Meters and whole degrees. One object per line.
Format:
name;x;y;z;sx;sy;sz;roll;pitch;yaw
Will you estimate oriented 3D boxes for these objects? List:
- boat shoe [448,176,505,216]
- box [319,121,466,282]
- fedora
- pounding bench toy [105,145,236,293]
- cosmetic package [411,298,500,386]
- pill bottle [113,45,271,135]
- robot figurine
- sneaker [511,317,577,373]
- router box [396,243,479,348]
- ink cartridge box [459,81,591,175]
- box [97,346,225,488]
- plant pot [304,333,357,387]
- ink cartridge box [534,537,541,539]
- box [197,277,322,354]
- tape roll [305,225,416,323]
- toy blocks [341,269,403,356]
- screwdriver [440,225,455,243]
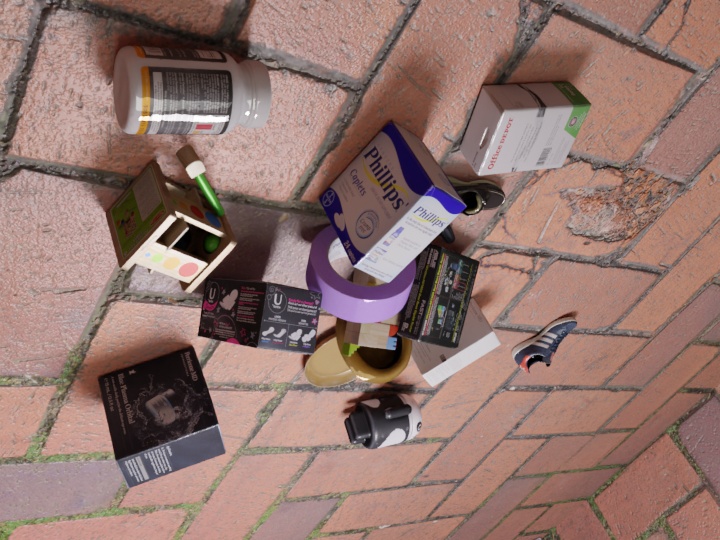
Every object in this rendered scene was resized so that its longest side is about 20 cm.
boat shoe;0.215;-0.138;1.546;0.198;0.065;0.074;0;132;-35
box;0.050;-0.119;1.365;0.200;0.185;0.105;-45;139;20
fedora;0.017;0.146;1.699;0.199;0.203;0.082;-3;173;-30
pounding bench toy;-0.270;-0.087;1.243;0.200;0.125;0.155;-43;141;18
cosmetic package;0.219;0.172;1.876;0.199;0.113;0.081;-35;143;6
pill bottle;-0.231;-0.246;1.089;0.198;0.117;0.117;-4;137;-29
robot figurine;0.062;0.387;2.012;0.198;0.150;0.126;-8;103;-25
sneaker;0.511;0.207;2.126;0.199;0.085;0.075;-35;143;8
router box;0.165;0.056;1.653;0.149;0.062;0.202;17;87;-49
ink cartridge box;0.298;-0.261;1.440;0.198;0.085;0.147;-8;138;-25
box;-0.389;0.283;1.542;0.198;0.197;0.118;-17;141;-15
plant pot;-0.039;0.195;1.806;0.198;0.028;0.201;-17;142;-14
ink cartridge box;0.761;1.325;3.504;0.196;0.201;0.044;-21;145;-8
box;-0.182;0.079;1.421;0.131;0.199;0.116;12;85;-42
tape roll;0.000;0.000;1.456;0.198;0.201;0.066;-10;141;-23
toy blocks;0.044;0.083;1.630;0.136;0.100;0.202;11;86;-37
screwdriver;0.146;-0.111;1.569;0.029;0.028;0.200;-57;141;-10
